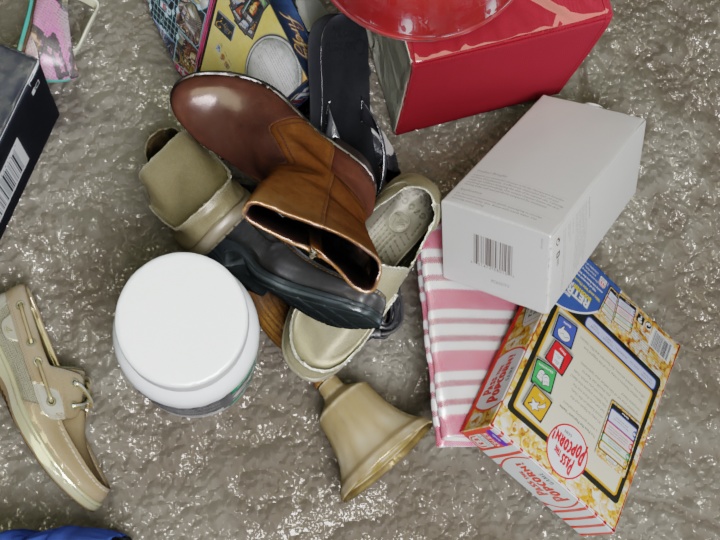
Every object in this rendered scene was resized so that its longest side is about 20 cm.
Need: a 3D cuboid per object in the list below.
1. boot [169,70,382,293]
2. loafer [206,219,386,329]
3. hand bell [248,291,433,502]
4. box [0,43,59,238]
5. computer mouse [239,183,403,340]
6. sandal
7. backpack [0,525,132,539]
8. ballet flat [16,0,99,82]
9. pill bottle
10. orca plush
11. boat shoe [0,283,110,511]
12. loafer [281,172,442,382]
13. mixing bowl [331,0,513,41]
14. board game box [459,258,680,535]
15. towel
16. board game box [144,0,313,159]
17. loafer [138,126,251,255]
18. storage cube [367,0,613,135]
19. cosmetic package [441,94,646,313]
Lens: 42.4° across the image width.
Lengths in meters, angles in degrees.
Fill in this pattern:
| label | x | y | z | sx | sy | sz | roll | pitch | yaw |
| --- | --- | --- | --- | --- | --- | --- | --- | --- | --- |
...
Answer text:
| label | x | y | z | sx | sy | sz | roll | pitch | yaw |
| --- | --- | --- | --- | --- | --- | --- | --- | --- | --- |
| boot | -0.070 | -0.067 | 0.677 | 0.187 | 0.201 | 0.069 | 35 | 110 | -13 |
| loafer | -0.051 | -0.011 | 0.725 | 0.198 | 0.073 | 0.073 | 22 | 79 | 39 |
| hand bell | -0.035 | 0.089 | 0.819 | 0.103 | 0.104 | 0.201 | -35 | 73 | -14 |
| box | -0.390 | -0.106 | 0.780 | 0.197 | 0.117 | 0.200 | 22 | 75 | -4 |
| computer mouse | -0.051 | 0.002 | 0.838 | 0.196 | 0.046 | 0.143 | 10 | 59 | -16 |
| sandal | -0.009 | -0.113 | 0.793 | 0.075 | 0.042 | 0.204 | -26 | 119 | -38 |
| backpack | -0.246 | 0.294 | 0.692 | 0.164 | 0.163 | 0.204 | 7 | 78 | -4 |
| ballet flat | -0.277 | -0.263 | 0.859 | 0.070 | 0.069 | 0.204 | 7 | 70 | -26 |
| pill bottle | -0.136 | 0.055 | 0.740 | 0.111 | 0.200 | 0.116 | 1 | 78 | -7 |
| orca plush | -0.031 | -0.165 | 0.891 | 0.071 | 0.105 | 0.202 | -32 | 96 | 31 |
| boat shoe | -0.259 | 0.105 | 0.780 | 0.064 | 0.072 | 0.202 | -31 | 79 | -12 |
| loafer | 0.000 | 0.000 | 0.768 | 0.075 | 0.068 | 0.202 | 32 | 84 | 2 |
| mixing bowl | 0.048 | -0.291 | 0.709 | 0.196 | 0.108 | 0.205 | -1 | 82 | 4 |
| board game box | 0.191 | 0.102 | 0.816 | 0.151 | 0.046 | 0.201 | 41 | 59 | -13 |
| towel | 0.110 | 0.055 | 0.838 | 0.144 | 0.030 | 0.204 | 5 | 72 | -37 |
| board game box | -0.122 | -0.224 | 0.843 | 0.034 | 0.135 | 0.203 | -17 | 79 | -51 |
| loafer | -0.146 | -0.070 | 0.770 | 0.076 | 0.200 | 0.068 | -45 | 118 | -5 |
| storage cube | 0.099 | -0.251 | 0.848 | 0.176 | 0.200 | 0.174 | -15 | 81 | -5 |
| cosmetic package | 0.164 | -0.066 | 0.818 | 0.106 | 0.086 | 0.200 | 21 | 45 | 30 |
